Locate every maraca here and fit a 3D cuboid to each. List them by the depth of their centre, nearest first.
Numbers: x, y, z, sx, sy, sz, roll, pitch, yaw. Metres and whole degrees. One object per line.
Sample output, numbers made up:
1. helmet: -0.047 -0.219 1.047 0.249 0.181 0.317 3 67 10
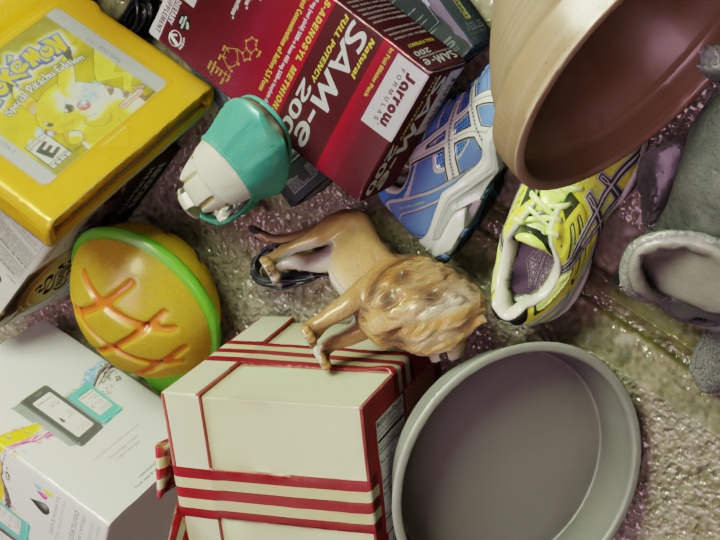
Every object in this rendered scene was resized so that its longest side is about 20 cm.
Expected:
1. maraca: -0.173 0.042 0.952 0.136 0.107 0.201 13 138 26

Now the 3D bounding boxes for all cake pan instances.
1. cake pan: 0.108 0.143 0.813 0.037 0.198 0.203 -146 49 -65

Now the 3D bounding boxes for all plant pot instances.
1. plant pot: 0.141 -0.149 0.660 0.093 0.200 0.201 51 122 23

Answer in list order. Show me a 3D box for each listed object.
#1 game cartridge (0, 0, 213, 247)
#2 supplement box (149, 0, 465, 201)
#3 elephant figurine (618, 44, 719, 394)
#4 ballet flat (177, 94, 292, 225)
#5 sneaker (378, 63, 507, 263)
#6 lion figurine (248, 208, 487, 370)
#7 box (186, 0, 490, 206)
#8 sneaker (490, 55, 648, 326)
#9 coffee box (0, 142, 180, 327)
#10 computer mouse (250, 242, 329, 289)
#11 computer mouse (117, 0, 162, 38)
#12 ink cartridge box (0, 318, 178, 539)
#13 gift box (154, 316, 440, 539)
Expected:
1. game cartridge: -0.238 -0.132 0.838 0.199 0.176 0.033 36 149 12
2. supplement box: -0.039 -0.153 0.779 0.199 0.061 0.109 39 121 12
3. elephant figurine: 0.222 -0.019 0.714 0.200 0.141 0.156 -44 67 40
4. ballet flat: -0.095 -0.066 0.810 0.070 0.200 0.067 -41 93 -13
5. sneaker: 0.077 -0.099 0.790 0.077 0.076 0.201 35 119 10
6. lion figurine: 0.000 0.000 0.833 0.122 0.073 0.201 -31 50 -4
7. box: -0.024 -0.168 0.833 0.200 0.051 0.158 -39 88 32
8. sneaker: 0.141 -0.048 0.775 0.075 0.076 0.202 20 112 21
9. coffee box: -0.254 -0.053 0.951 0.080 0.113 0.200 47 120 5
10. computer mouse: 0.000 0.013 0.893 0.198 0.034 0.059 14 82 29
11. computer mouse: -0.240 -0.256 0.914 0.140 0.046 0.201 -25 95 31
12. ink cartridge box: -0.263 0.175 1.004 0.199 0.146 0.148 30 126 15
13. gift box: -0.046 0.155 0.877 0.185 0.184 0.202 2 104 24
